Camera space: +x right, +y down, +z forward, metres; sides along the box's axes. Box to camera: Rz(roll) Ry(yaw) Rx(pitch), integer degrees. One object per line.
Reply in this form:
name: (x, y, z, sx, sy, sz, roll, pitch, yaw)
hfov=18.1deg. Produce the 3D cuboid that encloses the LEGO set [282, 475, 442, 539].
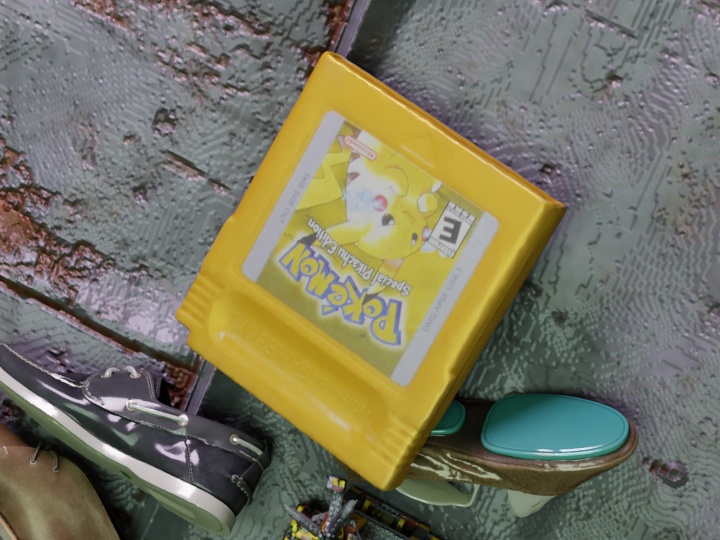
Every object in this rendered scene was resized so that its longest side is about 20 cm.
LEGO set: (0.020, 0.227, 1.383, 0.199, 0.116, 0.154, 34, 112, 7)

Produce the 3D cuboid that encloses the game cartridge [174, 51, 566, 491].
game cartridge: (0.000, 0.000, 1.344, 0.176, 0.032, 0.201, 34, 101, 19)

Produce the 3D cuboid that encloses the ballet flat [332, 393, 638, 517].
ballet flat: (0.073, 0.114, 1.372, 0.199, 0.068, 0.073, 2, 125, 17)

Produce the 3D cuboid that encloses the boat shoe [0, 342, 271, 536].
boat shoe: (-0.150, 0.095, 1.443, 0.199, 0.072, 0.068, 27, 74, 17)

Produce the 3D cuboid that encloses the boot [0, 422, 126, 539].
boot: (-0.221, 0.128, 1.472, 0.075, 0.074, 0.201, -31, 98, 4)
